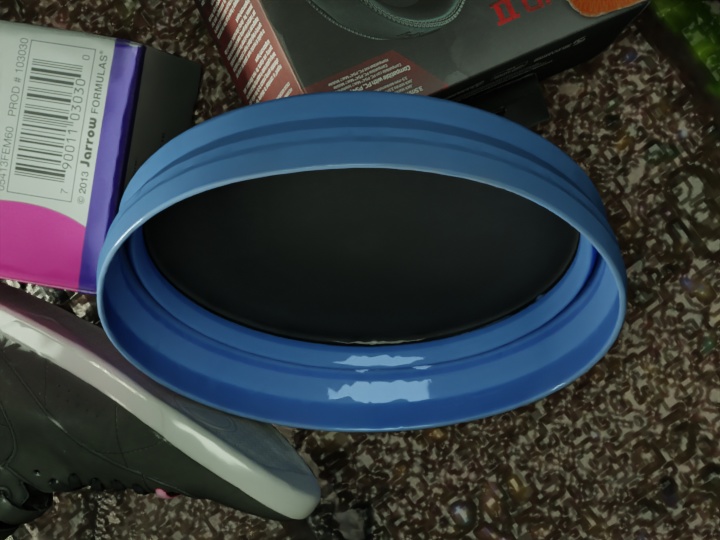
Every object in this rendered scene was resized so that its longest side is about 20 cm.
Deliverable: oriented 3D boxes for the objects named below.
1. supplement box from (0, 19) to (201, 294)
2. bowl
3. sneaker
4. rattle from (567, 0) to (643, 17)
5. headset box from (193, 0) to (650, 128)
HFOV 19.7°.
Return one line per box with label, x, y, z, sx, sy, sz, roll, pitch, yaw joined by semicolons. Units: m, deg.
supplement box;-0.179;-0.055;0.860;0.199;0.103;0.102;10;92;10
bowl;0.000;0.000;0.786;0.200;0.201;0.040;-6;58;11
sneaker;-0.116;0.081;0.866;0.199;0.071;0.100;26;97;14
rattle;0.191;-0.137;0.793;0.199;0.143;0.131;-26;86;24
headset box;0.007;-0.137;0.810;0.148;0.077;0.201;-23;83;-18
